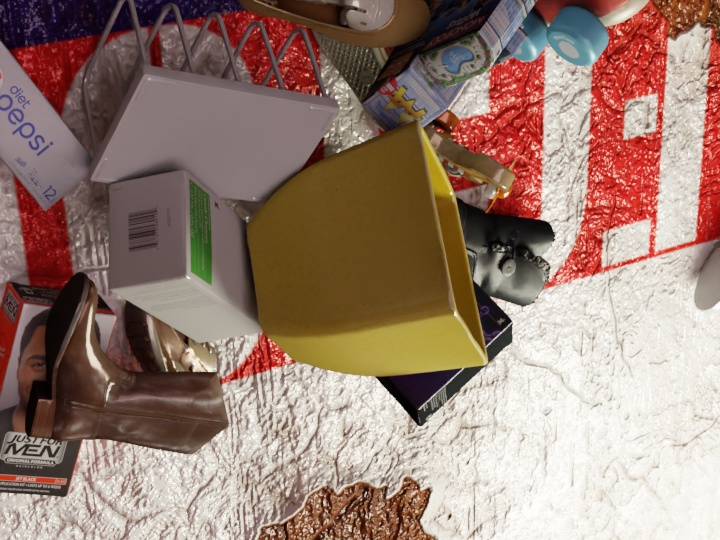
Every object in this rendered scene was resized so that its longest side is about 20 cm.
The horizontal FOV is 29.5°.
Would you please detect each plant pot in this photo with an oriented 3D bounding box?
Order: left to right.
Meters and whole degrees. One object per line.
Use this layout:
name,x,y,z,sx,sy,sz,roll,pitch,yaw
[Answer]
plant pot,0.000,0.000,1.349,0.197,0.197,0.196,-14,159,11

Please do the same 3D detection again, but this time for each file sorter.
file sorter,-0.148,-0.163,1.285,0.198,0.126,0.139,5,140,-33

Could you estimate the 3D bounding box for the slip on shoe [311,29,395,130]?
slip on shoe,0.004,-0.238,1.410,0.201,0.073,0.061,58,35,-26

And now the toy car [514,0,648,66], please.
toy car,0.200,-0.348,1.410,0.185,0.176,0.200,-52,122,-13

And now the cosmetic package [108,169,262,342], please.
cosmetic package,-0.163,-0.009,1.315,0.200,0.084,0.109,39,44,-66

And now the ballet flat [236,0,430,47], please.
ballet flat,-0.029,-0.259,1.318,0.197,0.063,0.070,9,88,-1

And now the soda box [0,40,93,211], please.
soda box,-0.326,-0.154,1.239,0.068,0.063,0.201,-40,125,-8

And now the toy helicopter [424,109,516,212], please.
toy helicopter,0.119,-0.107,1.444,0.132,0.200,0.079,35,91,-19

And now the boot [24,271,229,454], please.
boot,-0.210,0.096,1.333,0.198,0.064,0.188,10,119,-26

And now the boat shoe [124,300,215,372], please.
boat shoe,-0.191,0.092,1.428,0.071,0.076,0.202,-30,132,-21

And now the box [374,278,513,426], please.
box,0.047,0.041,1.464,0.141,0.200,0.079,-40,162,-11

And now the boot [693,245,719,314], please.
boot,0.526,-0.016,1.807,0.095,0.073,0.201,31,92,-30

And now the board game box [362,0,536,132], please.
board game box,0.097,-0.223,1.343,0.062,0.199,0.201,43,64,-20

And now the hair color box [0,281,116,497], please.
hair color box,-0.322,0.121,1.363,0.100,0.061,0.203,8,105,-32

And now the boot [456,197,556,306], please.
boot,0.135,0.023,1.586,0.166,0.076,0.203,15,96,-31
